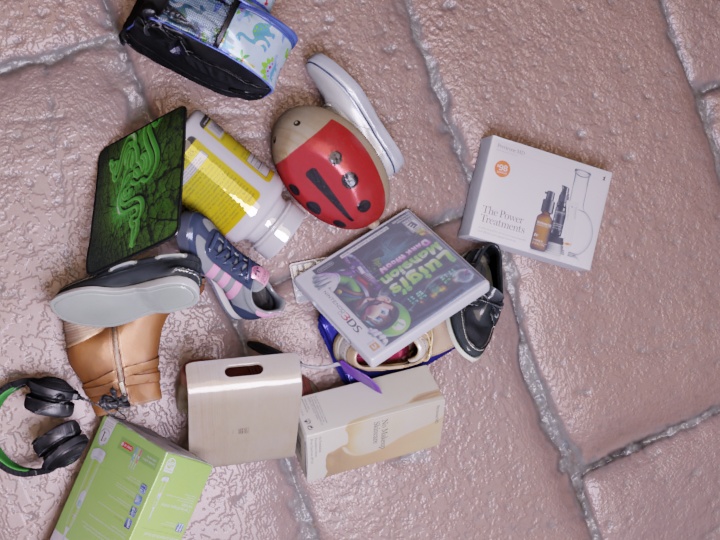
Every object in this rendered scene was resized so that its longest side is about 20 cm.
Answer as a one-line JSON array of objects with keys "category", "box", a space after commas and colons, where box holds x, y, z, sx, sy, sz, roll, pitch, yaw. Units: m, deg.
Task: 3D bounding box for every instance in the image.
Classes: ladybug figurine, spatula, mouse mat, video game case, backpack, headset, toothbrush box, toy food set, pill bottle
[{"category": "ladybug figurine", "box": [-0.043, -0.130, 1.449, 0.136, 0.072, 0.200, -37, 104, 28]}, {"category": "spatula", "box": [-0.064, 0.125, 1.448, 0.199, 0.057, 0.021, 13, 69, 16]}, {"category": "mouse mat", "box": [-0.278, -0.100, 1.340, 0.008, 0.161, 0.201, 35, 43, -44]}, {"category": "video game case", "box": [0.041, 0.018, 1.456, 0.200, 0.182, 0.023, -32, 144, -19]}, {"category": "backpack", "box": [-0.182, -0.315, 1.377, 0.200, 0.183, 0.147, 28, 84, -20]}, {"category": "headset", "box": [-0.386, 0.189, 1.350, 0.199, 0.094, 0.124, -15, 83, 7]}, {"category": "toothbrush box", "box": [-0.296, 0.305, 1.361, 0.086, 0.145, 0.201, 31, 79, -46]}, {"category": "toy food set", "box": [-0.155, 0.184, 1.401, 0.143, 0.200, 0.061, -5, 48, -13]}, {"category": "pill bottle", "box": [-0.173, -0.108, 1.418, 0.200, 0.111, 0.111, 40, 80, -12]}]

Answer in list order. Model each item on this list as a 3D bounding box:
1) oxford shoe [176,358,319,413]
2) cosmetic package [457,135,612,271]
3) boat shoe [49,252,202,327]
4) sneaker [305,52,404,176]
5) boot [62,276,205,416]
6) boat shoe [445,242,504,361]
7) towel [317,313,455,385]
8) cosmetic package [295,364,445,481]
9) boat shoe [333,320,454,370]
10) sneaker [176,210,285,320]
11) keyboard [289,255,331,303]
[{"category": "oxford shoe", "box": [-0.154, 0.168, 1.462, 0.199, 0.071, 0.074, 10, 119, -20]}, {"category": "cosmetic package", "box": [0.256, -0.096, 1.574, 0.199, 0.052, 0.151, 15, 84, -16]}, {"category": "boat shoe", "box": [-0.289, 0.022, 1.344, 0.199, 0.076, 0.060, -6, 49, 11]}, {"category": "sneaker", "box": [-0.019, -0.204, 1.481, 0.071, 0.073, 0.200, -40, 101, -15]}, {"category": "boot", "box": [-0.281, 0.095, 1.412, 0.199, 0.074, 0.155, -17, 94, -3]}, {"category": "boat shoe", "box": [0.168, 0.036, 1.483, 0.074, 0.066, 0.200, 39, 38, -17]}, {"category": "towel", "box": [0.046, 0.080, 1.515, 0.200, 0.050, 0.148, -28, 113, -15]}, {"category": "cosmetic package", "box": [0.010, 0.208, 1.473, 0.199, 0.071, 0.105, -14, 135, -14]}, {"category": "boat shoe", "box": [0.066, 0.101, 1.462, 0.199, 0.069, 0.074, -13, 107, -20]}, {"category": "sneaker", "box": [-0.162, -0.008, 1.393, 0.200, 0.082, 0.070, 56, 42, -46]}, {"category": "keyboard", "box": [0.000, 0.000, 1.521, 0.199, 0.011, 0.057, -11, 94, -16]}]
